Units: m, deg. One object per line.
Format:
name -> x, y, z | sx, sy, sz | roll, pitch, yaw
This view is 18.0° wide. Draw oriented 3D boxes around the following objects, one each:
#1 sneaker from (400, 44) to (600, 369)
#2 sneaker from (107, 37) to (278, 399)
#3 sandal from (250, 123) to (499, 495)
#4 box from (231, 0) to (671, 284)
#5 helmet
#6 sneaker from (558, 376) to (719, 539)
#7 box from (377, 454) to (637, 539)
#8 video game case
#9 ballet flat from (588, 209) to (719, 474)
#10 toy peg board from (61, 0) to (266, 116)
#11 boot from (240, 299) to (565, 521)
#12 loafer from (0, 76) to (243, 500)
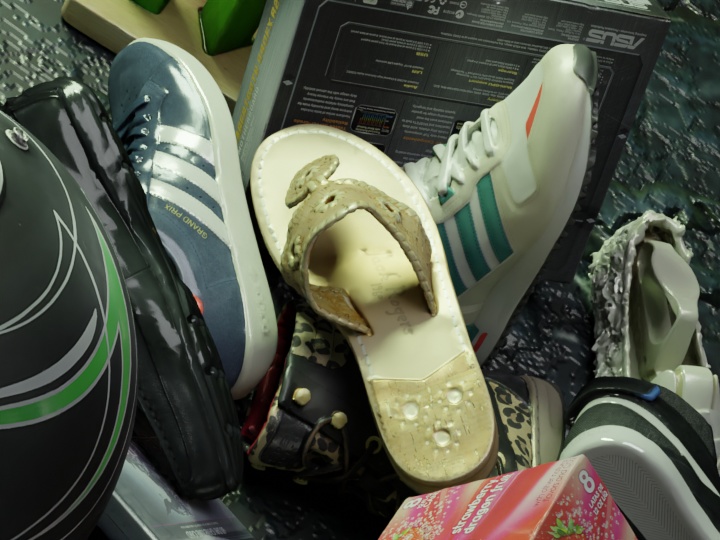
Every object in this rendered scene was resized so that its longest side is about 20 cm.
sneaker -> 0.047, -0.032, 1.100 | 0.093, 0.201, 0.071 | 17, 41, -9
sneaker -> -0.104, -0.031, 1.092 | 0.084, 0.075, 0.201 | 2, 53, -33
sandal -> 0.005, -0.002, 1.026 | 0.077, 0.070, 0.213 | -23, 60, -4
box -> 0.040, -0.082, 1.154 | 0.198, 0.159, 0.048 | 7, 29, -22
helmet -> -0.173, 0.034, 0.826 | 0.200, 0.200, 0.191 | 40, 39, 5
sneaker -> 0.167, 0.135, 1.095 | 0.201, 0.073, 0.112 | 59, 23, -16
box -> 0.035, 0.173, 0.872 | 0.096, 0.099, 0.200 | 56, 43, -17
video game case -> -0.133, 0.052, 0.986 | 0.200, 0.019, 0.143 | 46, 5, 11
ballet flat -> 0.156, 0.051, 1.188 | 0.071, 0.072, 0.201 | 12, 49, -22
toy peg board -> -0.025, -0.171, 1.242 | 0.199, 0.098, 0.200 | 32, 44, -4
boot -> 0.018, 0.104, 1.054 | 0.150, 0.073, 0.201 | 23, 44, -12
loafer -> -0.112, 0.013, 1.003 | 0.070, 0.068, 0.202 | -26, 81, 0
